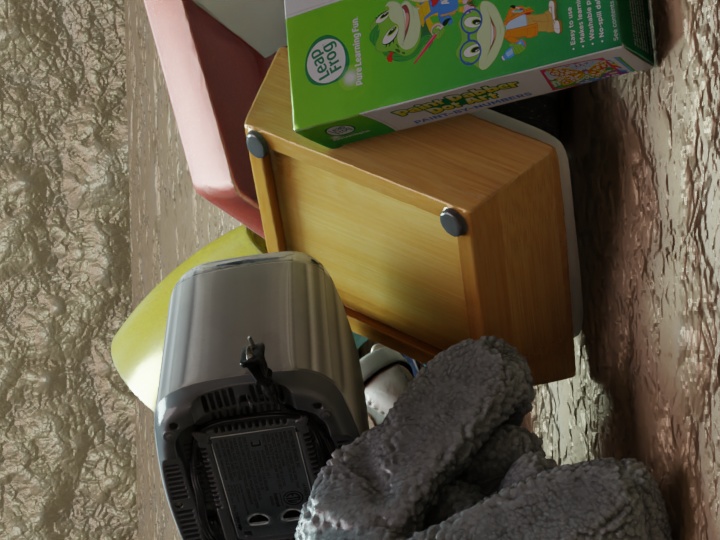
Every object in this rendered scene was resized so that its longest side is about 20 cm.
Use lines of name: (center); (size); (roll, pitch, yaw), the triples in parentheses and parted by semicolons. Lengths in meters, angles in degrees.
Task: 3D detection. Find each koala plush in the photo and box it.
koala plush: (0.070, 0.177, 1.390); (0.177, 0.184, 0.200); (45, 168, 42)

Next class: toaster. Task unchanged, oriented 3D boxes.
toaster: (-0.053, 0.080, 1.443); (0.129, 0.114, 0.200); (-93, -8, -50)

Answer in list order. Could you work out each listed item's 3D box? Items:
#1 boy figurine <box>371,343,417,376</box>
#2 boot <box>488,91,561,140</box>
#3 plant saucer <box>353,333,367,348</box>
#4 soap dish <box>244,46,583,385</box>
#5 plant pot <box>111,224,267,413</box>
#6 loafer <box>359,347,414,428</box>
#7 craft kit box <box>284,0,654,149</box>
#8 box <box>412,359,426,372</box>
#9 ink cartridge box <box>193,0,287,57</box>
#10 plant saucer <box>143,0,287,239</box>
boy figurine: (0.022, 0.103, 1.822); (0.124, 0.064, 0.200); (-107, 23, -51)
boot: (0.084, -0.130, 1.530); (0.200, 0.070, 0.132); (159, 117, -73)
plant saucer: (0.000, 0.000, 1.769); (0.200, 0.027, 0.200); (-45, 18, 19)
soap dish: (0.027, -0.026, 1.463); (0.200, 0.081, 0.157); (23, 137, 35)
plant pot: (-0.078, 0.045, 2.067); (0.142, 0.200, 0.200); (-60, 24, 20)
loafer: (0.035, 0.123, 1.676); (0.063, 0.072, 0.200); (44, 169, 31)
craft kit box: (0.050, -0.184, 1.383); (0.049, 0.197, 0.200); (18, -118, -55)
box: (0.027, -0.017, 1.620); (0.200, 0.049, 0.082); (65, 177, -21)
ink cartridge box: (-0.015, -0.248, 1.623); (0.084, 0.200, 0.145); (39, -149, -45)
plant saucer: (-0.076, -0.102, 1.670); (0.200, 0.037, 0.200); (34, -143, -62)
